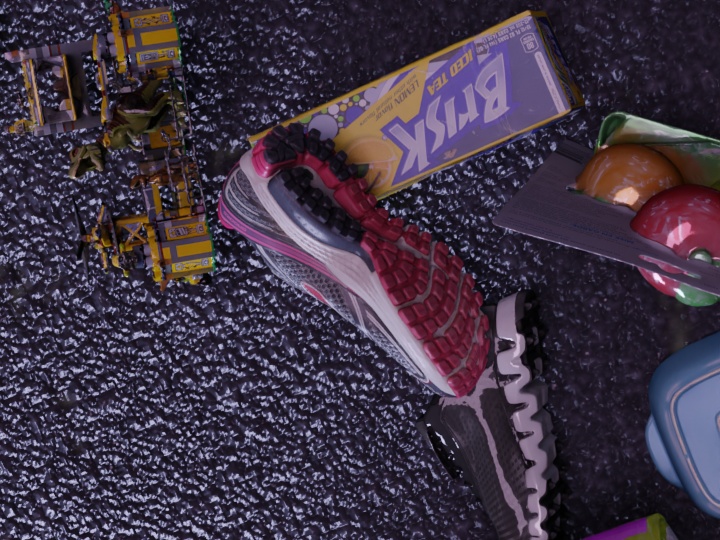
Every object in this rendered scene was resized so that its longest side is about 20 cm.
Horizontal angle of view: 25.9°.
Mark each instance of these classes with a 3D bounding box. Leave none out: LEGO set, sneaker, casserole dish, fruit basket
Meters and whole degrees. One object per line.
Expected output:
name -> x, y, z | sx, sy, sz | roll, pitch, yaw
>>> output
LEGO set -> -0.167, -0.076, 1.005 | 0.116, 0.154, 0.200 | -10, 108, -10
sneaker -> 0.083, 0.115, 1.010 | 0.090, 0.066, 0.200 | -7, 93, 21
casserole dish -> 0.271, 0.085, 0.963 | 0.200, 0.039, 0.121 | -23, 91, 17
sneaker -> 0.000, 0.000, 0.960 | 0.200, 0.081, 0.075 | 47, 131, -4
fruit basket -> 0.182, -0.020, 0.891 | 0.185, 0.200, 0.094 | 17, 117, 13

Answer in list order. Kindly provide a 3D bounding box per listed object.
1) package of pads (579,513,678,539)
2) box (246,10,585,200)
package of pads -> 0.162, 0.255, 0.970 | 0.154, 0.068, 0.200 | -22, 117, 19
box -> 0.036, -0.093, 0.992 | 0.200, 0.064, 0.070 | -23, 91, 19
